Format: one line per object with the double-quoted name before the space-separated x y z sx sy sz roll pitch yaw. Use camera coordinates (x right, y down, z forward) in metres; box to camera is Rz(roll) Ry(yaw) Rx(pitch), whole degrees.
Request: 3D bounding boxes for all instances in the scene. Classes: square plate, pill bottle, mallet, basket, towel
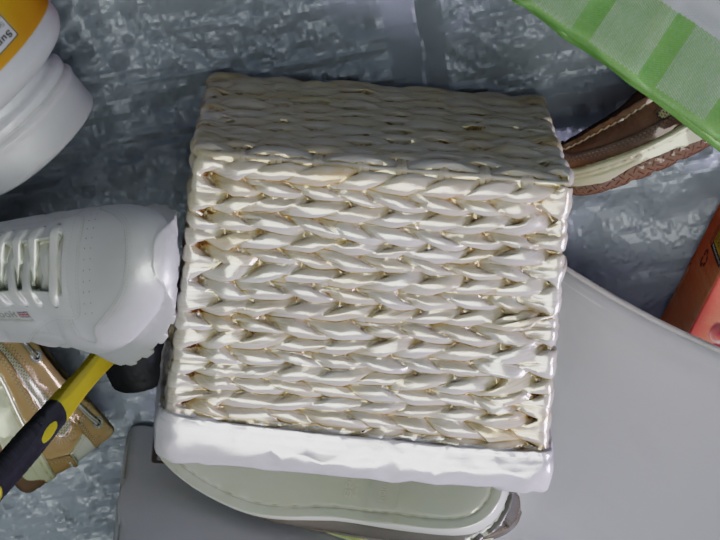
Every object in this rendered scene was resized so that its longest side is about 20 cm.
"square plate" 0.146 0.106 1.388 0.028 0.200 0.199 -17 124 -41
"pill bottle" -0.225 -0.133 1.278 0.109 0.109 0.200 -35 113 15
"mallet" -0.151 0.078 1.343 0.041 0.200 0.066 -3 126 26
"basket" 0.000 0.000 1.298 0.199 0.198 0.162 4 106 -2
"towel" 0.188 -0.170 1.254 0.149 0.031 0.200 36 87 11

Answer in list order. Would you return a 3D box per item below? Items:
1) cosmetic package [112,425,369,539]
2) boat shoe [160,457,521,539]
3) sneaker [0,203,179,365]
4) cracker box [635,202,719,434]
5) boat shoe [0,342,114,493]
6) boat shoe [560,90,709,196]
"cosmetic package" -0.062 0.217 1.424 0.164 0.165 0.201 6 117 -6
"boat shoe" -0.012 0.107 1.365 0.200 0.073 0.060 10 163 22
"sneaker" -0.154 0.005 1.253 0.080 0.200 0.077 12 76 -31
"cracker box" 0.264 0.054 1.412 0.199 0.058 0.135 19 115 -11
"boat shoe" -0.195 0.022 1.387 0.076 0.072 0.201 -28 121 -4
"boat shoe" 0.184 -0.111 1.330 0.201 0.075 0.075 -27 95 5
